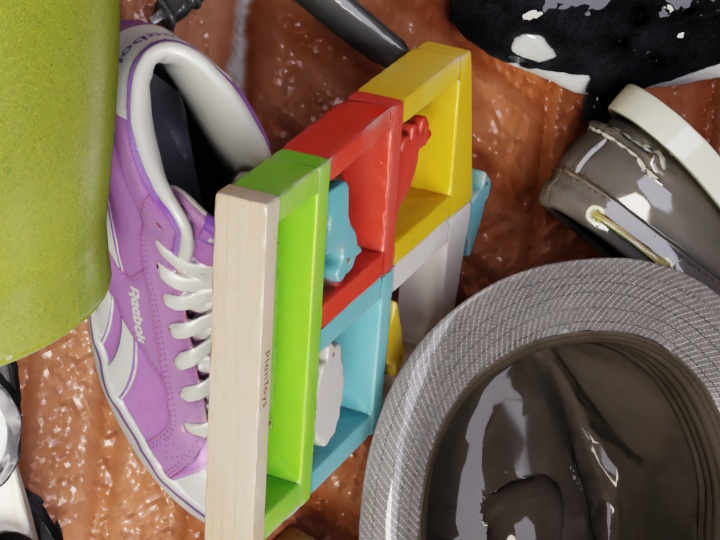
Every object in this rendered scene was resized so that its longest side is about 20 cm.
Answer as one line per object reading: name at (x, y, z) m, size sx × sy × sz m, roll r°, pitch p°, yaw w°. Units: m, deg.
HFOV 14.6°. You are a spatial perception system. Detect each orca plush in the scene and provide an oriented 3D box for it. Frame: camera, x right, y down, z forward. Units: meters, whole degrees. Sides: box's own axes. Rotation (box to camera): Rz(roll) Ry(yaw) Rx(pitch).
orca plush at (0.138, -0.095, 1.084) m, size 0.199 × 0.071 × 0.106 m, roll 19°, pitch 89°, yaw -22°

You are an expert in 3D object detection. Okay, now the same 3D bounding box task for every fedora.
fedora at (0.071, 0.091, 1.070) m, size 0.176 × 0.090 × 0.201 m, roll -13°, pitch 99°, yaw -19°

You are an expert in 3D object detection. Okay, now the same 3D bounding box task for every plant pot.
plant pot at (-0.161, -0.071, 0.925) m, size 0.200 × 0.200 × 0.194 m, roll -17°, pitch 114°, yaw -18°

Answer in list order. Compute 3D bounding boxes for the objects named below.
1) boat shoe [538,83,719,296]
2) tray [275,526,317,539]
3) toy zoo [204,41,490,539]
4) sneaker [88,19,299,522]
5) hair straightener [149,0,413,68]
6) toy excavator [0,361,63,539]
boat shoe at (0.145, 0.017, 1.098) m, size 0.061 × 0.072 × 0.201 m, roll -44°, pitch 113°, yaw -5°
tray at (-0.066, 0.202, 1.061) m, size 0.200 × 0.037 × 0.099 m, roll -41°, pitch 108°, yaw -11°
toy zoo at (0.000, 0.000, 1.004) m, size 0.200 × 0.020 × 0.132 m, roll -41°, pitch 140°, yaw -56°
sneaker at (-0.056, 0.010, 1.002) m, size 0.072 × 0.114 × 0.201 m, roll -24°, pitch 105°, yaw -18°
hair straightener at (-0.059, -0.126, 1.022) m, size 0.200 × 0.041 × 0.077 m, roll 31°, pitch 85°, yaw -21°
toy excavator at (-0.200, 0.129, 0.982) m, size 0.199 × 0.100 × 0.195 m, roll -14°, pitch 101°, yaw -5°
